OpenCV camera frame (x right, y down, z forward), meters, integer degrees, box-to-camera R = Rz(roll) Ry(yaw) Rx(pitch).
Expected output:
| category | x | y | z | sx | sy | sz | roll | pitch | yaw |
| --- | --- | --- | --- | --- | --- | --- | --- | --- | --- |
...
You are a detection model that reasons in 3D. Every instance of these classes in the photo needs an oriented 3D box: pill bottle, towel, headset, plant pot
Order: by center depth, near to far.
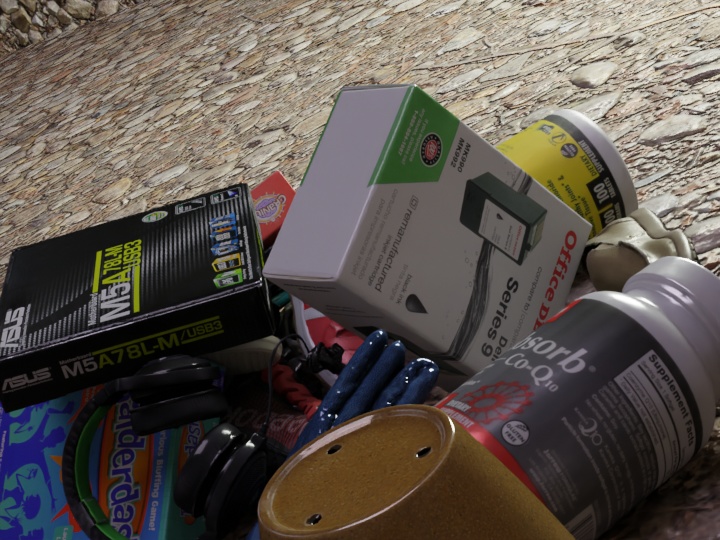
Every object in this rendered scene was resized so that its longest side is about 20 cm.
| category | x | y | z | sx | sy | sz | roll | pitch | yaw |
| --- | --- | --- | --- | --- | --- | --- | --- | --- | --- |
| plant pot | 0.039 | 0.167 | 0.687 | 0.186 | 0.200 | 0.186 | -22 | 21 | 9 |
| pill bottle | 0.131 | 0.084 | 0.900 | 0.200 | 0.116 | 0.116 | -35 | 22 | -22 |
| towel | -0.026 | 0.130 | 0.914 | 0.112 | 0.048 | 0.200 | -49 | -9 | -46 |
| headset | -0.099 | 0.107 | 1.015 | 0.200 | 0.124 | 0.094 | -35 | -9 | 12 |
| pill bottle | 0.109 | -0.033 | 1.219 | 0.200 | 0.113 | 0.112 | -32 | 21 | -12 |

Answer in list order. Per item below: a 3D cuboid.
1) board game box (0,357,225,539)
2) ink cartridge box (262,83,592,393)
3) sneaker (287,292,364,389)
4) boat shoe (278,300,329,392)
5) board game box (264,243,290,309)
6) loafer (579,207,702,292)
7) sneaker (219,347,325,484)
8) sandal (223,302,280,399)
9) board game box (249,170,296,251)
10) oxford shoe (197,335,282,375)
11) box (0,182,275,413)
| category | x | y | z | sx | sy | sz | roll | pitch | yaw |
| --- | --- | --- | --- | --- | --- | --- | --- | --- | --- |
| board game box | -0.190 | 0.147 | 1.115 | 0.200 | 0.045 | 0.153 | -11 | 66 | 36 |
| ink cartridge box | 0.052 | -0.015 | 1.058 | 0.084 | 0.200 | 0.146 | 3 | 66 | 50 |
| sneaker | 0.000 | 0.000 | 1.127 | 0.113 | 0.071 | 0.200 | -59 | 38 | 33 |
| boat shoe | -0.034 | 0.049 | 1.257 | 0.072 | 0.066 | 0.200 | -29 | 20 | -5 |
| board game box | -0.123 | 0.051 | 1.280 | 0.200 | 0.028 | 0.135 | -39 | -7 | 1 |
| loafer | 0.198 | 0.010 | 1.070 | 0.067 | 0.076 | 0.200 | -26 | 10 | 4 |
| sneaker | -0.049 | 0.127 | 1.082 | 0.098 | 0.071 | 0.200 | -39 | 27 | -7 |
| sandal | -0.115 | 0.092 | 1.188 | 0.048 | 0.075 | 0.201 | 15 | 47 | 15 |
| board game box | -0.108 | 0.000 | 1.328 | 0.153 | 0.040 | 0.200 | -38 | -11 | -5 |
| oxford shoe | -0.137 | 0.046 | 1.144 | 0.200 | 0.075 | 0.058 | -3 | 70 | 43 |
| box | -0.162 | 0.013 | 1.113 | 0.193 | 0.048 | 0.200 | -14 | 24 | 0 |
